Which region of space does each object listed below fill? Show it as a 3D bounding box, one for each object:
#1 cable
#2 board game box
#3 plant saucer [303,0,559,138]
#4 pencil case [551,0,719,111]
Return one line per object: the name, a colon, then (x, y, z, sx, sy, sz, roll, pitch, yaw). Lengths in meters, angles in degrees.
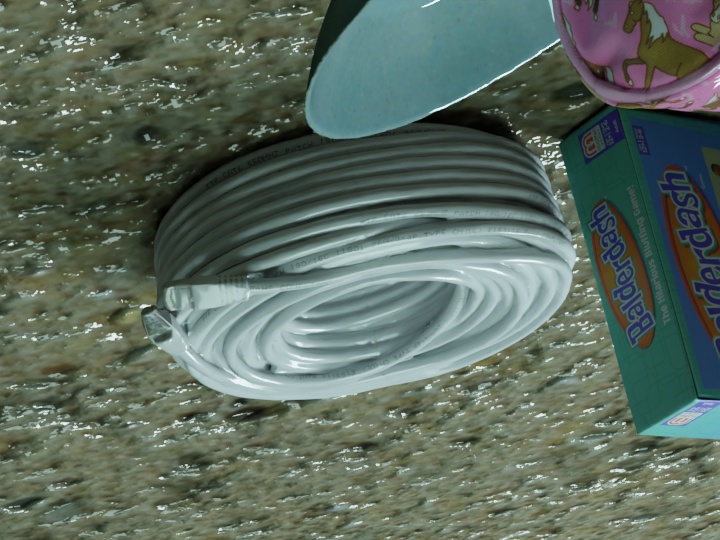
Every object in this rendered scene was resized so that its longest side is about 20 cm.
cable: (0.000, 0.000, 1.295, 0.200, 0.069, 0.200, -15, 158, 2)
board game box: (0.197, 0.006, 1.309, 0.200, 0.152, 0.045, 7, 150, -38)
plant saucer: (0.054, -0.125, 1.023, 0.201, 0.039, 0.201, -33, 167, -9)
pencil case: (0.144, -0.105, 1.045, 0.083, 0.087, 0.200, -22, 175, 28)
